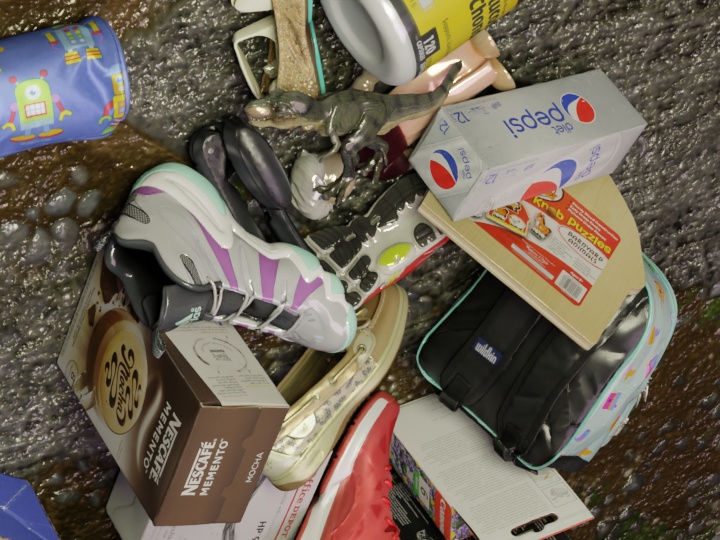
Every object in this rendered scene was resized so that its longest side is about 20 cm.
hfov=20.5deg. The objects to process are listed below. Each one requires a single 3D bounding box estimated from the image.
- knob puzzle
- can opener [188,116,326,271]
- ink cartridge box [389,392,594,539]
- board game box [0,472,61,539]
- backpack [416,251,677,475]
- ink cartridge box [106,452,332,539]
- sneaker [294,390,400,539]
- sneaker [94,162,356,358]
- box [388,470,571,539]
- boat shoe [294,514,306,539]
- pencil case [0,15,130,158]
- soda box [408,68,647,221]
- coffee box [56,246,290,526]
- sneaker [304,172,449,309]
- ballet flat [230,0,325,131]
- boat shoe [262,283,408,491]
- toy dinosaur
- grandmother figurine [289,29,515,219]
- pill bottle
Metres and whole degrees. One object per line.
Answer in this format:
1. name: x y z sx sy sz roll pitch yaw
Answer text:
1. knob puzzle: 0.148 -0.042 1.624 0.218 0.221 0.031 0 144 -34
2. can opener: -0.071 -0.027 1.519 0.063 0.079 0.201 -25 113 -4
3. ink cartridge box: 0.108 0.186 1.753 0.108 0.200 0.051 -18 133 -21
4. board game box: -0.356 0.252 1.564 0.159 0.097 0.201 25 108 -44
5. backpack: 0.176 0.055 1.718 0.153 0.176 0.201 4 122 -56
6. ink cartridge box: -0.103 0.178 1.699 0.199 0.067 0.117 2 123 -36
7. sneaker: 0.015 0.214 1.734 0.201 0.115 0.078 -63 178 -13
8. sneaker: -0.106 0.024 1.450 0.078 0.199 0.140 -55 -179 43
9. box: 0.093 0.265 1.808 0.163 0.200 0.087 -21 132 -19
10. boat shoe: -0.078 0.274 1.778 0.200 0.071 0.064 -39 149 7
11. pencil case: -0.254 -0.110 1.353 0.198 0.078 0.088 -19 104 -20
12. soda box: 0.136 -0.103 1.594 0.199 0.068 0.064 -18 152 -42
13. coffee box: -0.145 0.085 1.499 0.079 0.200 0.114 4 122 -36
14. sneaker: 0.000 0.000 1.621 0.199 0.077 0.085 -30 162 -9
15. ballet flat: -0.062 -0.183 1.441 0.065 0.071 0.201 -8 127 -4
16. boat shoe: -0.028 0.084 1.643 0.063 0.073 0.201 41 67 -25
17. toy dinosaur: 0.000 -0.102 1.480 0.199 0.047 0.089 -13 126 -40
18. grandmother figurine: 0.024 -0.115 1.559 0.200 0.061 0.122 -39 128 -5
19. pill bottle: 0.073 -0.232 1.449 0.199 0.112 0.112 -36 137 -14
